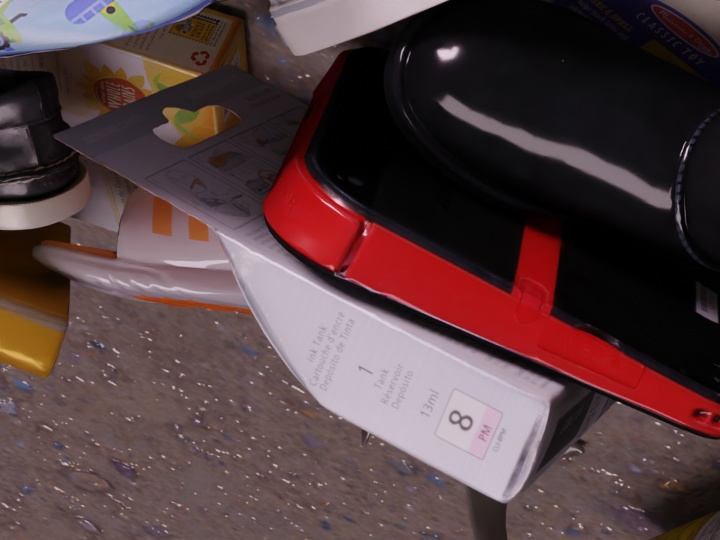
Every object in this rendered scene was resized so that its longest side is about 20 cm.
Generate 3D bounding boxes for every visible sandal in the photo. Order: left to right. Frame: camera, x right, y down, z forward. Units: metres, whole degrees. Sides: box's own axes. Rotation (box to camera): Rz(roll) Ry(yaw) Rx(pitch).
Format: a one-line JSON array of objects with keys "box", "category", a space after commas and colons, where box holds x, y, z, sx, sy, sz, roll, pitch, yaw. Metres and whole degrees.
[{"box": [-0.029, -0.011, 1.136, 0.207, 0.059, 0.079, 5, 176, 6], "category": "sandal"}]

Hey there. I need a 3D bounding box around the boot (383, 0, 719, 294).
[{"box": [0.120, -0.038, 0.919, 0.198, 0.073, 0.162, 28, 172, -18], "category": "boot"}]

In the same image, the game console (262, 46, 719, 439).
[{"box": [0.057, -0.014, 1.011, 0.177, 0.200, 0.031, 28, 111, -4], "category": "game console"}]

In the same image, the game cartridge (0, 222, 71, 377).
[{"box": [-0.219, -0.020, 1.165, 0.200, 0.032, 0.176, 19, -169, -9], "category": "game cartridge"}]

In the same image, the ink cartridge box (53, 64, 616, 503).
[{"box": [0.000, 0.000, 1.013, 0.200, 0.163, 0.057, 24, 110, 14], "category": "ink cartridge box"}]

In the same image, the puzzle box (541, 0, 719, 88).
[{"box": [0.153, -0.059, 1.003, 0.200, 0.025, 0.133, 36, 150, -18], "category": "puzzle box"}]

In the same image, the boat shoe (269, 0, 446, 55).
[{"box": [0.041, -0.135, 0.927, 0.200, 0.072, 0.069, -20, 99, 44], "category": "boat shoe"}]

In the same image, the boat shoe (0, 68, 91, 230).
[{"box": [-0.193, -0.072, 1.124, 0.199, 0.074, 0.066, 21, 127, 38], "category": "boat shoe"}]

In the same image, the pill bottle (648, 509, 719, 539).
[{"box": [0.189, 0.155, 1.237, 0.112, 0.112, 0.200, 33, 150, -14], "category": "pill bottle"}]

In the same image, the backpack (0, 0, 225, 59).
[{"box": [-0.121, -0.148, 0.919, 0.200, 0.183, 0.135, -3, 126, 18], "category": "backpack"}]

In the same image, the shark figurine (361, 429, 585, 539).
[{"box": [0.029, 0.055, 1.225, 0.128, 0.090, 0.215, 19, 149, 13], "category": "shark figurine"}]

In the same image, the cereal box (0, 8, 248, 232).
[{"box": [-0.143, -0.080, 1.179, 0.200, 0.040, 0.144, 19, 151, 11], "category": "cereal box"}]
